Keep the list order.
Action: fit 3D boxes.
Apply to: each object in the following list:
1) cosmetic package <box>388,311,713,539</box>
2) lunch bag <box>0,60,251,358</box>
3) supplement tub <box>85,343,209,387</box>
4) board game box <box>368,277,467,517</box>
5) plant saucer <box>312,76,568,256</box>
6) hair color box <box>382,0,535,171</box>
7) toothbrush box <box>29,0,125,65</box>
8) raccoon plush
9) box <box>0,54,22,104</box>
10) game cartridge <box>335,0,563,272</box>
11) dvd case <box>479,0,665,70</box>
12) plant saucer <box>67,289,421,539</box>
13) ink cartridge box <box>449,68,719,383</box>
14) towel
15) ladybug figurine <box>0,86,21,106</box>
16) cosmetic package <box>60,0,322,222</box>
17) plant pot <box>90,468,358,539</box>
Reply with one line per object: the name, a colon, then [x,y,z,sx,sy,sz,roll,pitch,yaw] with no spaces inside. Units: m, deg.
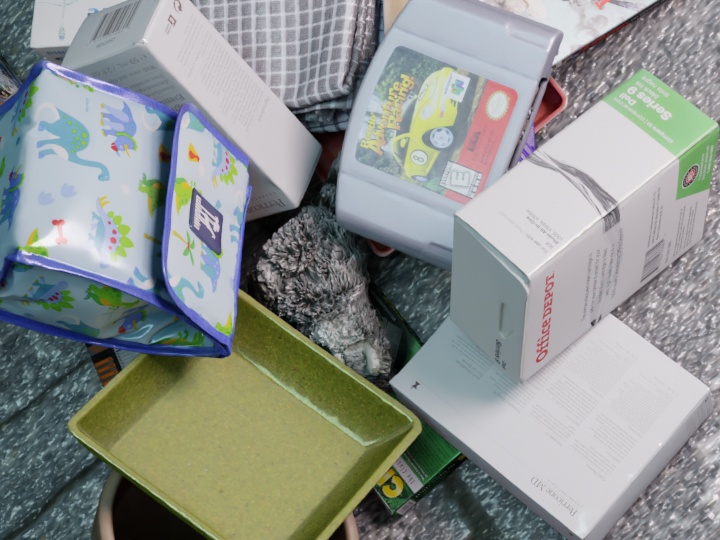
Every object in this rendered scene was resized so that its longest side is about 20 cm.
cosmetic package: [0.145,0.096,1.630,0.200,0.052,0.151,39,78,25]
lunch bag: [-0.175,-0.037,1.571,0.127,0.199,0.171,-32,46,49]
supplement tub: [-0.155,0.059,1.709,0.122,0.123,0.201,-23,91,14]
board game box: [0.009,0.089,1.713,0.105,0.023,0.200,-40,66,5]
plant saucer: [0.044,-0.140,1.752,0.199,0.037,0.200,-39,67,7]
hair color box: [0.078,-0.155,1.689,0.109,0.065,0.201,-7,72,18]
toothbrush box: [-0.196,-0.276,1.852,0.146,0.085,0.201,-1,75,20]
raccoon plush: [0.000,0.000,1.671,0.134,0.097,0.200,29,98,19]
box: [-0.347,-0.159,1.816,0.040,0.200,0.137,-44,65,12]
game cartridge: [0.059,-0.110,1.622,0.133,0.041,0.201,22,97,19]
dvd case: [0.168,-0.252,1.672,0.200,0.022,0.146,-32,84,-19]
plant saucer: [-0.087,0.128,1.586,0.199,0.048,0.200,35,49,11]
ink cartridge box: [0.163,-0.032,1.578,0.200,0.146,0.084,-37,62,-22]
towel: [-0.057,-0.212,1.744,0.165,0.086,0.201,-2,76,21]
ladybug figurine: [-0.217,-0.095,1.702,0.072,0.200,0.136,-13,97,39]
cosmetic package: [-0.132,-0.125,1.677,0.101,0.200,0.074,-14,42,38]
plant pot: [-0.118,0.242,1.628,0.199,0.175,0.201,11,48,-12]
